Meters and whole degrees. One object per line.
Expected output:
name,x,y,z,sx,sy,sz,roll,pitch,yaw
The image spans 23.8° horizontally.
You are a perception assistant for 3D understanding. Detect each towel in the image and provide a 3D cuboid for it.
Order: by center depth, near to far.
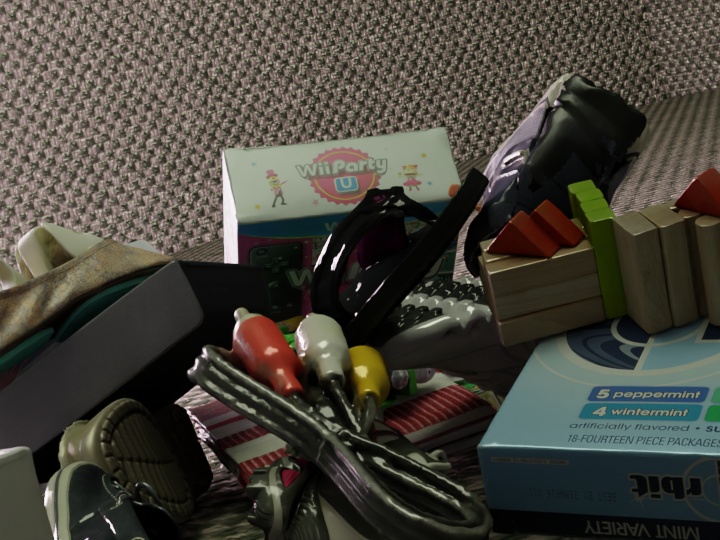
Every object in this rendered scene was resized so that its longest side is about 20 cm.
towel,-0.012,0.090,1.002,0.143,0.023,0.200,-20,15,-15

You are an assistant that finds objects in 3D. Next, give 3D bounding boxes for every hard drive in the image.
hard drive,-0.148,0.066,1.009,0.199,0.043,0.135,-37,-13,16

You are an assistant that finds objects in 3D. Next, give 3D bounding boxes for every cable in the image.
cable,-0.011,0.059,0.718,0.096,0.051,0.200,17,8,-23

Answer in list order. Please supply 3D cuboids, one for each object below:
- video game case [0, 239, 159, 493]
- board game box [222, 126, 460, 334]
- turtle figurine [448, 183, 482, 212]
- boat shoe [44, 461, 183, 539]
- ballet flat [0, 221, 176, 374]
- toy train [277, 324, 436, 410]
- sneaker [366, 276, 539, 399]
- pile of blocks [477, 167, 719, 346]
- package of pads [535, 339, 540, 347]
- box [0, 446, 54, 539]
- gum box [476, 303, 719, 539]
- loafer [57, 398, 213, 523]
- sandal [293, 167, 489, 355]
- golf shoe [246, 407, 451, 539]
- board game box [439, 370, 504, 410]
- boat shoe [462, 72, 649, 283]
video game case,-0.219,0.084,1.069,0.023,0.201,0.182,38,34,22
board game box,-0.015,-0.001,1.138,0.146,0.065,0.201,-7,-37,-8
turtle figurine,0.144,0.002,1.060,0.160,0.200,0.065,-12,51,21
boat shoe,-0.107,0.133,0.756,0.062,0.075,0.200,-10,11,-7
ballet flat,-0.183,0.012,0.961,0.068,0.068,0.199,-40,-7,38
toy train,-0.029,0.054,1.036,0.056,0.042,0.199,-13,10,-39
sneaker,0.087,0.042,0.949,0.198,0.082,0.075,-6,12,-37
pile of blocks,0.138,-0.018,0.716,0.198,0.063,0.082,-3,26,21
package of pads,0.197,0.033,0.873,0.198,0.076,0.120,-17,8,-11
box,-0.222,0.152,0.573,0.198,0.132,0.199,-8,10,46
gum box,0.160,0.040,0.710,0.168,0.045,0.200,0,26,26
loafer,-0.132,0.118,0.959,0.068,0.076,0.200,-27,-8,4
sandal,-0.001,0.001,0.839,0.075,0.048,0.200,-52,4,-33
golf shoe,0.002,0.105,0.808,0.087,0.078,0.200,1,15,6
board game box,0.028,0.083,1.091,0.198,0.024,0.105,-12,9,23
boat shoe,0.082,-0.021,0.869,0.093,0.074,0.200,-55,-8,-18
